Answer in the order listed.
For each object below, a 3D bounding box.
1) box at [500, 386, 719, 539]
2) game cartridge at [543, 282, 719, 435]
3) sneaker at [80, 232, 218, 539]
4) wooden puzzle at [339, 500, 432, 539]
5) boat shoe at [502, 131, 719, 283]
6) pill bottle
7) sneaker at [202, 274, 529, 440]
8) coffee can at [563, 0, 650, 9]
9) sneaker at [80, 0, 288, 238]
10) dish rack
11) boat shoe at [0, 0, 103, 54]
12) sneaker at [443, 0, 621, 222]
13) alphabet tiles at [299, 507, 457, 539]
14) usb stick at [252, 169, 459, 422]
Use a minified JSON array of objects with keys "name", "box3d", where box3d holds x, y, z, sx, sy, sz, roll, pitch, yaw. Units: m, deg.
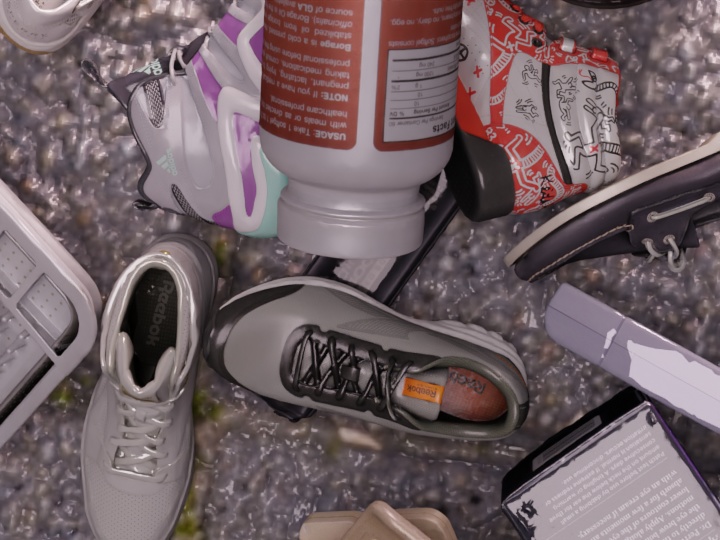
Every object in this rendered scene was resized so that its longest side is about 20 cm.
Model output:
[{"name":"box","box3d":[0.175,0.179,1.596,0.104,0.148,0.200,-35,90,3]},{"name":"game cartridge","box3d":[0.194,0.068,1.596,0.199,0.133,0.041,29,88,5]},{"name":"sneaker","box3d":[-0.133,0.080,1.645,0.073,0.116,0.201,9,96,4]},{"name":"wooden puzzle","box3d":[0.036,0.239,1.578,0.185,0.037,0.200,38,127,0]},{"name":"boat shoe","box3d":[0.181,-0.032,1.623,0.199,0.073,0.063,-26,87,3]},{"name":"pill bottle","box3d":[0.000,-0.114,1.561,0.111,0.112,0.201,6,107,6]},{"name":"sneaker","box3d":[0.007,0.054,1.619,0.199,0.079,0.074,11,103,-10]},{"name":"coffee can","box3d":[0.134,-0.223,1.552,0.145,0.200,0.147,0,93,7]},{"name":"sneaker","box3d":[-0.095,-0.125,1.647,0.139,0.078,0.201,9,94,5]},{"name":"dish rack","box3d":[-0.244,0.017,1.656,0.172,0.044,0.200,46,127,2]},{"name":"boat shoe","box3d":[-0.137,-0.213,1.621,0.071,0.069,0.201,35,71,-11]},{"name":"sneaker","box3d":[0.086,-0.130,1.637,0.107,0.067,0.202,-12,73,-18]},{"name":"alphabet tiles","box3d":[0.040,0.220,1.625,0.195,0.015,0.201,-7,121,32]},{"name":"usb stick","box3d":[0.000,0.000,1.666,0.055,0.033,0.200,36,97,7]}]
